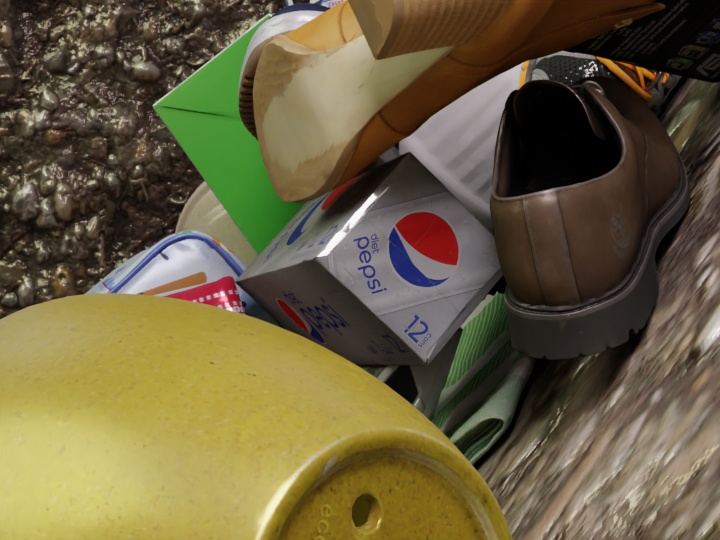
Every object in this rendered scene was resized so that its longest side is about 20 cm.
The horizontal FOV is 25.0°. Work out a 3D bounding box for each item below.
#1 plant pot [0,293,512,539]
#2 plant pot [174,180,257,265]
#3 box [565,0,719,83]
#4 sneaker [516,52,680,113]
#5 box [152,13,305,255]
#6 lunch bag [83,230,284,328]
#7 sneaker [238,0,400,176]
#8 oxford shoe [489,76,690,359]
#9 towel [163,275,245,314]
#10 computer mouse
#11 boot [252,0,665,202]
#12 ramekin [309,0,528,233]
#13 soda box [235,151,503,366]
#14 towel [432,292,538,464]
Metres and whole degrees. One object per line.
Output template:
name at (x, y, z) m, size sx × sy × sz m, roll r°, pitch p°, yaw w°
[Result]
plant pot at (-0.036, 0.101, 0.490) m, size 0.142 × 0.200 × 0.200 m, roll -8°, pitch 40°, yaw 50°
plant pot at (-0.053, 0.046, 1.165) m, size 0.201 × 0.200 × 0.184 m, roll -52°, pitch 16°, yaw 32°
box at (0.116, -0.156, 0.692) m, size 0.200 × 0.193 × 0.048 m, roll 131°, pitch 148°, yaw -63°
sneaker at (0.152, -0.129, 0.884) m, size 0.077 × 0.078 × 0.200 m, roll -32°, pitch 21°, yaw 55°
box at (-0.015, -0.049, 1.010) m, size 0.097 × 0.200 × 0.176 m, roll -36°, pitch 0°, yaw 8°
lunch bag at (-0.080, 0.085, 0.889) m, size 0.160 × 0.200 × 0.076 m, roll -41°, pitch 6°, yaw -12°
sneaker at (-0.017, -0.111, 0.810) m, size 0.200 × 0.070 × 0.109 m, roll 64°, pitch -156°, yaw -70°
oxford shoe at (0.094, -0.048, 0.669) m, size 0.073 × 0.085 × 0.200 m, roll -10°, pitch 23°, yaw 15°
towel at (-0.107, 0.110, 0.798) m, size 0.144 × 0.200 × 0.022 m, roll -15°, pitch -22°, yaw -2°
computer mouse at (0.022, 0.057, 0.769) m, size 0.200 × 0.044 × 0.110 m, roll -49°, pitch 9°, yaw -15°
boot at (0.043, -0.091, 0.672) m, size 0.144 × 0.071 × 0.201 m, roll -16°, pitch -12°, yaw -24°
ramekin at (0.071, -0.124, 0.978) m, size 0.094 × 0.202 × 0.202 m, roll -39°, pitch 10°, yaw 25°
soda box at (0.000, 0.000, 0.763) m, size 0.063 × 0.068 × 0.200 m, roll -48°, pitch 8°, yaw -12°
towel at (0.055, 0.053, 0.826) m, size 0.153 × 0.023 × 0.200 m, roll -50°, pitch 5°, yaw 39°
